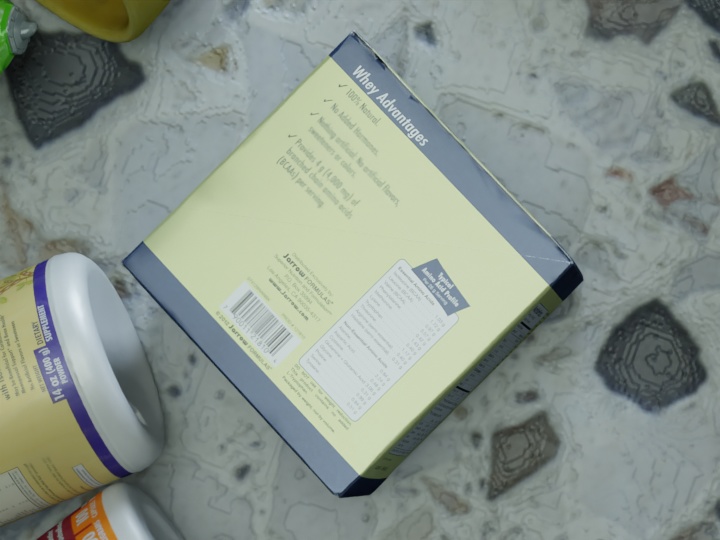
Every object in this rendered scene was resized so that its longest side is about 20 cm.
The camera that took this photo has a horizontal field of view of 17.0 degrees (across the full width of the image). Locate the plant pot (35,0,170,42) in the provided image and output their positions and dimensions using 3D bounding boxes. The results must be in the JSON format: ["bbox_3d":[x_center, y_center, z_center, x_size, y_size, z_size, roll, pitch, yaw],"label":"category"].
[{"bbox_3d":[-0.158,-0.278,1.512,0.200,0.201,0.189,37,76,9],"label":"plant pot"}]

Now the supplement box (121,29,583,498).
[{"bbox_3d":[0.000,0.000,1.491,0.200,0.134,0.200,-44,82,2],"label":"supplement box"}]

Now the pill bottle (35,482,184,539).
[{"bbox_3d":[-0.196,0.232,1.510,0.199,0.113,0.113,-37,82,3],"label":"pill bottle"}]

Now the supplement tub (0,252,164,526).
[{"bbox_3d":[-0.237,0.088,1.510,0.199,0.145,0.146,-22,83,5],"label":"supplement tub"}]

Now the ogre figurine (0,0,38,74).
[{"bbox_3d":[-0.290,-0.158,1.561,0.120,0.200,0.098,-41,126,-7],"label":"ogre figurine"}]
